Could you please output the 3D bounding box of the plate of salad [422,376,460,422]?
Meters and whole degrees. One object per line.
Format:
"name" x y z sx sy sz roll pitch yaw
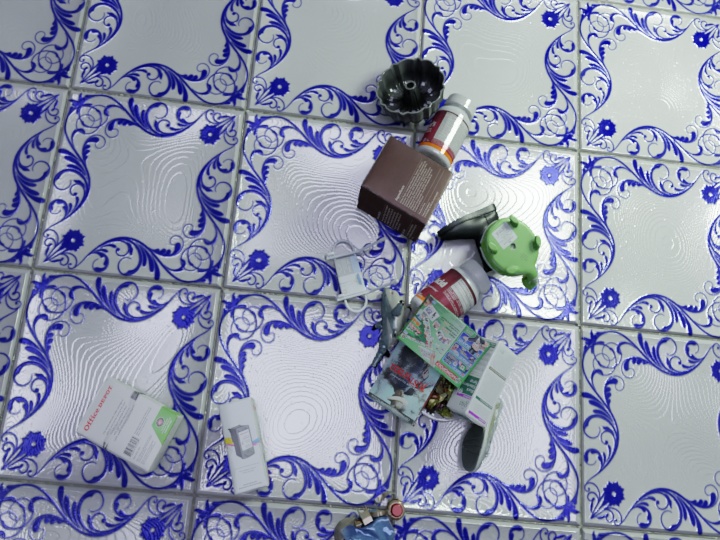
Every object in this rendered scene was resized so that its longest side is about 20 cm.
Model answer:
"plate of salad" 0.217 0.285 1.620 0.194 0.048 0.206 1 77 -6

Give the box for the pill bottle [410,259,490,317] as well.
"pill bottle" 0.236 0.066 1.640 0.198 0.114 0.115 -35 82 -12

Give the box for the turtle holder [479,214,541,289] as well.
"turtle holder" 0.392 -0.049 1.611 0.181 0.132 0.144 22 83 -4

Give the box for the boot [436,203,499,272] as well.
"boot" 0.322 -0.075 1.707 0.194 0.073 0.166 -23 85 -8

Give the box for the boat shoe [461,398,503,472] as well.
"boat shoe" 0.312 0.411 1.587 0.064 0.074 0.206 30 66 -25

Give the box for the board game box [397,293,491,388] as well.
"board game box" 0.206 0.174 1.556 0.199 0.029 0.136 39 95 -3

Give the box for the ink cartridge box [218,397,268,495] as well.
"ink cartridge box" -0.274 0.415 1.492 0.083 0.148 0.205 -13 77 -9

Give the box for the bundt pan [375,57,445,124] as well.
"bundt pan" 0.143 -0.494 1.763 0.196 0.076 0.207 -5 62 10

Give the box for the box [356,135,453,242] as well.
"box" 0.114 -0.212 1.668 0.197 0.166 0.167 30 76 2

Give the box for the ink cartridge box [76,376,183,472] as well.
"ink cartridge box" -0.551 0.368 1.510 0.196 0.084 0.148 28 75 2

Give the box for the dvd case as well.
"dvd case" 0.126 0.271 1.603 0.144 0.022 0.202 28 77 24

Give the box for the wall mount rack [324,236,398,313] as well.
"wall mount rack" 0.000 0.000 1.653 0.169 0.075 0.205 -14 79 -8

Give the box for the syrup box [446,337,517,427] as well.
"syrup box" 0.305 0.279 1.577 0.081 0.078 0.203 36 75 -26

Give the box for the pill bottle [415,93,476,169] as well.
"pill bottle" 0.240 -0.384 1.749 0.108 0.110 0.203 28 75 2

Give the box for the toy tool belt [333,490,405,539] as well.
"toy tool belt" 0.029 0.615 1.485 0.197 0.123 0.127 -29 81 -12

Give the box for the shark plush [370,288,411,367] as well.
"shark plush" 0.070 0.153 1.648 0.081 0.090 0.206 14 92 22
